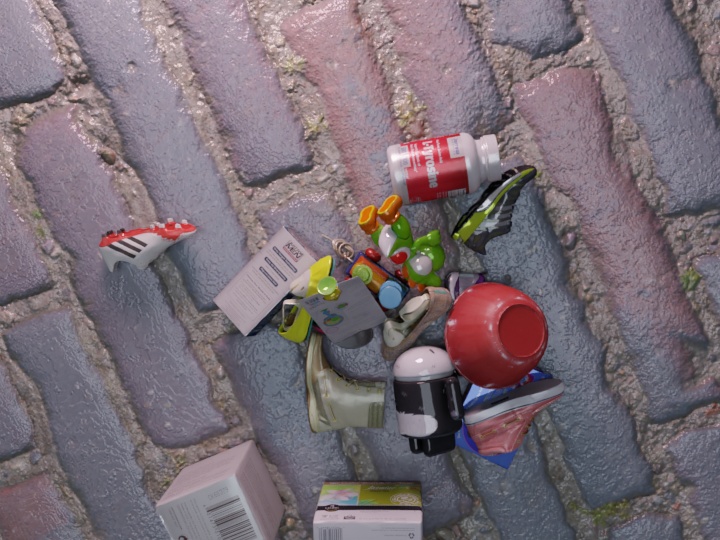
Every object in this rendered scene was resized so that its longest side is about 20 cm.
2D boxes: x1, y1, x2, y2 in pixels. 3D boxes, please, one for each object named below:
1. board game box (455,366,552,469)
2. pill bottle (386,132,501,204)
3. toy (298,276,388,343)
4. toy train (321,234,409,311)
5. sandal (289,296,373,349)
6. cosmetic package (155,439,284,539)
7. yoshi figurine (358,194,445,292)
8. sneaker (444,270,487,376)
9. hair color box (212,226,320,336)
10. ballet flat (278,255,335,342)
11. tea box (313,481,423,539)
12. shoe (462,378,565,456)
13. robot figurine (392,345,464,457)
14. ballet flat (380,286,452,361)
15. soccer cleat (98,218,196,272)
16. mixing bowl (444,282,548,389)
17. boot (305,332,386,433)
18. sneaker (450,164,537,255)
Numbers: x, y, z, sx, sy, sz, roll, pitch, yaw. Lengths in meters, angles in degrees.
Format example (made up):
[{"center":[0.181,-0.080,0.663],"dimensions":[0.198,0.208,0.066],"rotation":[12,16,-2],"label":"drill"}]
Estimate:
[{"center":[0.265,0.262,1.657],"dimensions":[0.134,0.045,0.201],"rotation":[25,97,0],"label":"board game box"},{"center":[0.154,-0.191,1.580],"dimensions":[0.199,0.112,0.113],"rotation":[-10,96,4],"label":"pill bottle"},{"center":[-0.032,0.060,1.561],"dimensions":[0.115,0.200,0.047],"rotation":[-23,62,6],"label":"toy"},{"center":[0.000,0.000,1.608],"dimensions":[0.200,0.116,0.085],"rotation":[36,97,-1],"label":"toy train"},{"center":[-0.067,0.089,1.657],"dimensions":[0.200,0.045,0.075],"rotation":[34,96,-1],"label":"sandal"},{"center":[-0.259,0.452,1.631],"dimensions":[0.164,0.200,0.165],"rotation":[-23,95,5],"label":"cosmetic package"},{"center":[0.091,-0.052,1.598],"dimensions":[0.112,0.112,0.200],"rotation":[-40,113,-3],"label":"yoshi figurine"},{"center":[0.211,0.100,1.630],"dimensions":[0.087,0.074,0.201],"rotation":[-5,95,-1],"label":"sneaker"},{"center":[-0.175,0.022,1.640],"dimensions":[0.200,0.061,0.100],"rotation":[-45,79,8],"label":"hair color box"},{"center":[-0.106,0.054,1.592],"dimensions":[0.067,0.067,0.201],"rotation":[13,124,-14],"label":"ballet flat"},{"center":[0.019,0.495,1.621],"dimensions":[0.199,0.197,0.134],"rotation":[-1,97,3],"label":"tea box"},{"center":[0.297,0.275,1.601],"dimensions":[0.199,0.071,0.091],"rotation":[-23,96,11],"label":"shoe"},{"center":[0.127,0.241,1.608],"dimensions":[0.150,0.125,0.201],"rotation":[-6,91,17],"label":"robot figurine"},{"center":[0.086,0.095,1.612],"dimensions":[0.200,0.067,0.068],"rotation":[-48,47,26],"label":"ballet flat"},{"center":[-0.407,-0.047,1.656],"dimensions":[0.199,0.069,0.086],"rotation":[-9,104,8],"label":"soccer cleat"},{"center":[0.265,0.114,1.557],"dimensions":[0.199,0.108,0.201],"rotation":[4,80,-21],"label":"mixing bowl"},{"center":[-0.027,0.214,1.656],"dimensions":[0.154,0.072,0.201],"rotation":[-3,101,4],"label":"boot"},{"center":[0.262,-0.115,1.611],"dimensions":[0.081,0.074,0.200],"rotation":[41,103,-11],"label":"sneaker"}]
